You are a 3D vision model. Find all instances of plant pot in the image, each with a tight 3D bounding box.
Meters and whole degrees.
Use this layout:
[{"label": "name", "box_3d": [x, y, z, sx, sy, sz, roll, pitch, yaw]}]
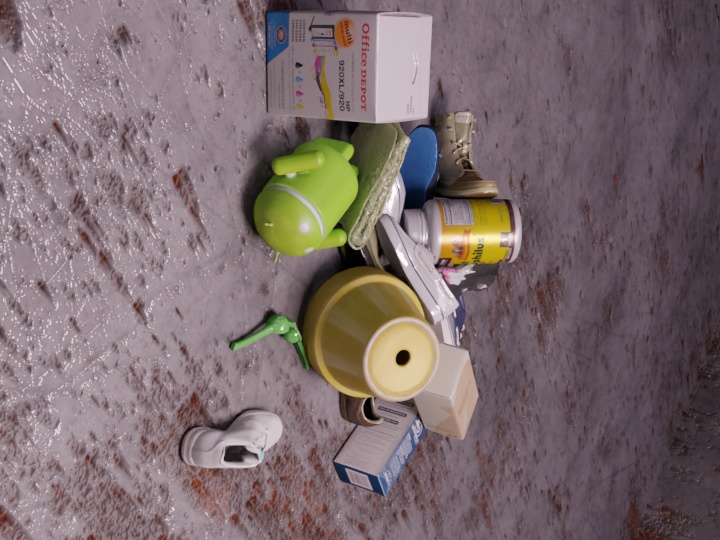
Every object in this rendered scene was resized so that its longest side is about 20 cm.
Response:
[{"label": "plant pot", "box_3d": [0.030, 0.112, 1.550, 0.197, 0.188, 0.206, -5, 104, -22]}]

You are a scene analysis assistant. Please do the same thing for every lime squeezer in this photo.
[{"label": "lime squeezer", "box_3d": [-0.118, 0.107, 1.529, 0.199, 0.037, 0.072, 25, 79, -57]}]

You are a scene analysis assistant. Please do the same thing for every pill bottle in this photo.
[{"label": "pill bottle", "box_3d": [0.170, -0.066, 1.708, 0.109, 0.195, 0.112, 179, -90, -81]}]

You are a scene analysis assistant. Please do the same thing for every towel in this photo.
[{"label": "towel", "box_3d": [0.010, -0.149, 1.526, 0.036, 0.149, 0.203, 12, 116, -25]}]

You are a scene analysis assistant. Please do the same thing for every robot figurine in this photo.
[{"label": "robot figurine", "box_3d": [-0.080, -0.106, 1.456, 0.201, 0.114, 0.177, -54, 148, -33]}]

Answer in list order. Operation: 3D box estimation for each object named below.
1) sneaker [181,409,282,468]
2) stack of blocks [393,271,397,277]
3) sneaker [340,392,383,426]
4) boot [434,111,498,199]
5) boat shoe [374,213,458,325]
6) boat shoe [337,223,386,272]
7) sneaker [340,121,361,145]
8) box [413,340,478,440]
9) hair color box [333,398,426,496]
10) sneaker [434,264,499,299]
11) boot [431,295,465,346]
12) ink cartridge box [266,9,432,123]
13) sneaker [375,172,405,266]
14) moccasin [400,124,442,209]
[{"label": "sneaker", "box_3d": [-0.165, 0.257, 1.454, 0.198, 0.087, 0.077, -7, 104, -56]}, {"label": "stack of blocks", "box_3d": [0.085, 0.079, 1.809, 0.202, 0.058, 0.116, -63, 144, -23]}, {"label": "sneaker", "box_3d": [0.002, 0.174, 1.694, 0.070, 0.074, 0.204, -39, 130, -44]}, {"label": "boot", "box_3d": [0.182, -0.204, 1.770, 0.071, 0.199, 0.158, 5, 94, -26]}, {"label": "boat shoe", "box_3d": [0.092, -0.011, 1.632, 0.065, 0.073, 0.202, -31, 98, -14]}, {"label": "boat shoe", "box_3d": [0.000, 0.000, 1.657, 0.065, 0.072, 0.204, -35, 118, -40]}, {"label": "sneaker", "box_3d": [-0.010, -0.291, 1.557, 0.081, 0.074, 0.203, -36, 127, -35]}, {"label": "box", "box_3d": [0.144, 0.204, 1.696, 0.201, 0.076, 0.096, 67, 42, -60]}, {"label": "hair color box", "box_3d": [0.047, 0.295, 1.775, 0.201, 0.098, 0.061, -52, 139, -34]}, {"label": "sneaker", "box_3d": [0.148, 0.011, 1.767, 0.197, 0.086, 0.082, -12, 119, -34]}, {"label": "boot", "box_3d": [0.164, 0.128, 1.822, 0.090, 0.072, 0.204, -34, 126, -41]}, {"label": "ink cartridge box", "box_3d": [-0.016, -0.295, 1.424, 0.144, 0.197, 0.151, -19, 114, -53]}, {"label": "sneaker", "box_3d": [0.032, -0.095, 1.668, 0.071, 0.072, 0.204, -38, 129, -49]}, {"label": "moccasin", "box_3d": [0.101, -0.167, 1.763, 0.068, 0.079, 0.203, -50, 155, -56]}]
